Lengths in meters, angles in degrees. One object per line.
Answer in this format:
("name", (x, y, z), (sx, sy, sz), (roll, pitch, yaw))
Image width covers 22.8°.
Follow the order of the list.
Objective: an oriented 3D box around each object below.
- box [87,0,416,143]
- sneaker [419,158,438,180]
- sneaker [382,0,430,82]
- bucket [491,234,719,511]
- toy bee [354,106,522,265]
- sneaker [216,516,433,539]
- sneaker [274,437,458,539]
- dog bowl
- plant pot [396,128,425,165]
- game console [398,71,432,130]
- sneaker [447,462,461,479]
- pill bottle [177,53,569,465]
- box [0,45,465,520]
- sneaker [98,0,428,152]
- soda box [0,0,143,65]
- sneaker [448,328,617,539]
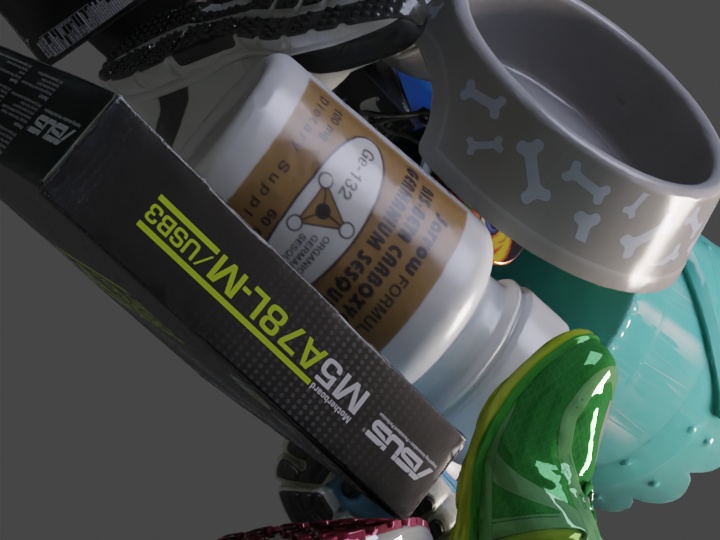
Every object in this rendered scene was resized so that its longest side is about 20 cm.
("box", (-0.073, -0.144, 1.051), (0.200, 0.106, 0.123), (43, 18, -34))
("sneaker", (0.084, -0.079, 1.272), (0.200, 0.075, 0.089), (-55, 135, -42))
("sneaker", (0.008, -0.144, 0.996), (0.200, 0.075, 0.087), (34, 41, -42))
("bucket", (0.142, 0.038, 1.131), (0.134, 0.207, 0.208), (34, 22, -39))
("toy bee", (0.076, -0.040, 1.030), (0.131, 0.198, 0.110), (-167, -104, -68))
("sneaker", (-0.022, 0.131, 0.640), (0.200, 0.080, 0.075), (-3, 86, -75))
("sneaker", (0.045, 0.133, 0.825), (0.200, 0.078, 0.090), (51, 11, -7))
("dog bowl", (0.106, -0.081, 0.929), (0.199, 0.059, 0.201), (28, 30, -18))
("plant pot", (0.131, -0.102, 1.458), (0.197, 0.195, 0.200), (55, 6, 9))
("game console", (-0.041, -0.182, 1.242), (0.200, 0.170, 0.119), (39, 46, -43))
("sneaker", (0.046, 0.061, 0.991), (0.077, 0.081, 0.200), (52, 16, -9))
("pill bottle", (0.000, 0.000, 0.861), (0.200, 0.114, 0.115), (39, 17, -13))
("box", (-0.075, -0.004, 0.678), (0.193, 0.048, 0.200), (43, -8, -32))
("sneaker", (-0.041, -0.106, 0.920), (0.080, 0.199, 0.074), (55, 46, -27))
("soda box", (-0.178, -0.186, 0.808), (0.071, 0.063, 0.200), (53, -2, 40))
("sneaker", (0.075, 0.124, 0.726), (0.083, 0.202, 0.074), (11, -16, 26))
